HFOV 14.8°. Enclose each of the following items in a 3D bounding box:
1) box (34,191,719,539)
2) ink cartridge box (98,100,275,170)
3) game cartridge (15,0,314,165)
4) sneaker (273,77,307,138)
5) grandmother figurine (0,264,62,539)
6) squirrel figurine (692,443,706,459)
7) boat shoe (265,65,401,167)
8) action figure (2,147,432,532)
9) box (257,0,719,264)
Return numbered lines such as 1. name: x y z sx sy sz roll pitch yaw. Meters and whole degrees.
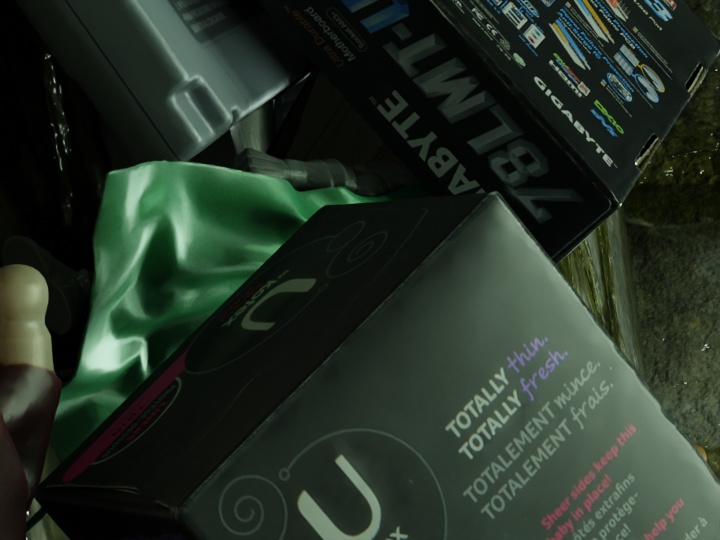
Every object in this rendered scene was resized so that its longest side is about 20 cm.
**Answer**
1. box: 0.031 0.092 0.741 0.200 0.122 0.106 52 -21 -17
2. ink cartridge box: -0.051 -0.060 1.059 0.200 0.050 0.109 -85 162 -60
3. game cartridge: -0.072 -0.103 0.878 0.133 0.041 0.200 51 14 -2
4. sneaker: 0.000 0.000 1.008 0.082 0.070 0.201 117 -30 -53
5. grandmother figurine: -0.104 0.040 0.642 0.121 0.060 0.201 -45 132 -45
6. squirrel figurine: 0.043 0.153 1.146 0.200 0.141 0.187 -4 106 -70
7. boat shoe: -0.015 0.006 0.910 0.074 0.066 0.200 100 16 -74
8. action figure: -0.026 0.004 0.823 0.200 0.055 0.118 -14 134 -49
9. box: 0.022 -0.108 0.898 0.200 0.050 0.199 47 23 -3
